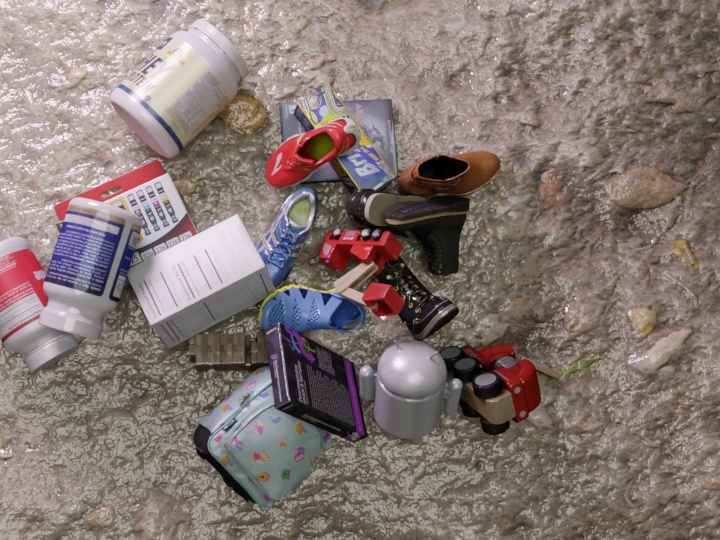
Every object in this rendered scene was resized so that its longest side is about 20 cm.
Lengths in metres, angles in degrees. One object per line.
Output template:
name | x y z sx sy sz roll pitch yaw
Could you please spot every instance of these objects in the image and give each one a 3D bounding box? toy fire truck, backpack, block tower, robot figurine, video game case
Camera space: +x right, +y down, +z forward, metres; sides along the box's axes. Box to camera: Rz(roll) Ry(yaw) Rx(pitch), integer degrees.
toy fire truck | 0.258 0.182 1.633 0.200 0.176 0.129 -24 115 -17
backpack | -0.142 0.258 1.559 0.200 0.153 0.176 -48 111 -25
block tower | -0.183 0.135 1.615 0.199 0.058 0.054 -1 72 -7
robot figurine | 0.080 0.195 1.586 0.169 0.200 0.113 7 40 1
toy fire truck | 0.000 0.000 1.590 0.049 0.200 0.141 47 59 -39
video game case | -0.038 -0.227 1.702 0.199 0.019 0.143 -4 84 -9

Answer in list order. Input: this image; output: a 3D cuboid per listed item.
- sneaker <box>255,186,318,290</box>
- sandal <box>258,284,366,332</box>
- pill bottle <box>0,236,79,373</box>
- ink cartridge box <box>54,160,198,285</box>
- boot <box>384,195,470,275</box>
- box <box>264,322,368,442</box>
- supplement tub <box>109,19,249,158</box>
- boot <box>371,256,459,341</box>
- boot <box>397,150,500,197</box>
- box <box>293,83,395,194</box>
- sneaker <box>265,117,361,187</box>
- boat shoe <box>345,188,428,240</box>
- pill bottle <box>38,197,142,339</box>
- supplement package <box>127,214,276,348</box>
sneaker | -0.130 -0.055 1.637 0.076 0.077 0.200 24 83 -7
sandal | -0.070 0.068 1.595 0.200 0.087 0.080 -7 111 -28
pill bottle | -0.536 0.057 1.542 0.112 0.112 0.200 -31 90 -11
ink cartridge box | -0.387 -0.075 1.595 0.200 0.084 0.176 -27 88 -10
boot | 0.115 -0.046 1.620 0.200 0.077 0.139 -12 111 -45
box | -0.070 0.180 1.538 0.036 0.200 0.143 -29 51 23
supplement tub | -0.296 -0.302 1.604 0.145 0.145 0.200 43 79 -2
boot | 0.082 0.037 1.601 0.073 0.204 0.154 -35 86 -11
boot | 0.164 -0.176 1.657 0.200 0.155 0.077 -9 85 -10
box | -0.027 -0.215 1.660 0.070 0.064 0.200 -36 91 -11
sneaker | -0.094 -0.195 1.600 0.077 0.200 0.085 61 35 -2
boat shoe | 0.059 -0.097 1.644 0.201 0.063 0.074 11 94 -47
pill bottle | -0.416 -0.001 1.482 0.115 0.116 0.200 17 82 -7
supplement package | -0.254 0.018 1.557 0.200 0.114 0.110 -27 66 -8
